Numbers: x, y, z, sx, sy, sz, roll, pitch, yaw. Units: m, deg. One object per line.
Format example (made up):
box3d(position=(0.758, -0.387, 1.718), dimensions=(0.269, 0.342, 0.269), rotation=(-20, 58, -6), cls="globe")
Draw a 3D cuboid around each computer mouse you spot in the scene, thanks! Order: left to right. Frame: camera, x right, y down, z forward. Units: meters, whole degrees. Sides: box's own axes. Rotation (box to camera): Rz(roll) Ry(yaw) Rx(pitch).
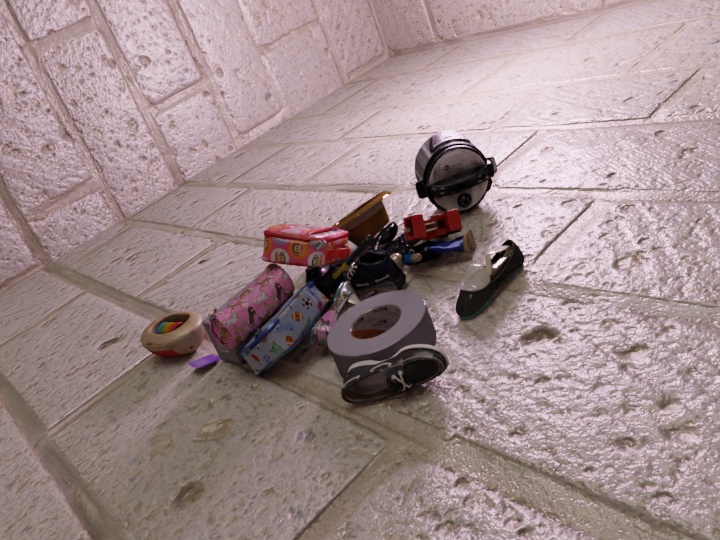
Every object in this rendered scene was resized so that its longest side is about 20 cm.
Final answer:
box3d(position=(0.053, -0.066, 1.622), dimensions=(0.058, 0.034, 0.200), rotation=(-33, 10, 30), cls="computer mouse")

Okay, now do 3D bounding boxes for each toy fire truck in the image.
box3d(position=(0.146, -0.093, 1.483), dimensions=(0.137, 0.050, 0.200), rotation=(-12, -2, -12), cls="toy fire truck")

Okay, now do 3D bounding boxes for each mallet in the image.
box3d(position=(-0.025, -0.018, 1.412), dimensions=(0.200, 0.041, 0.066), rotation=(-46, 3, 39), cls="mallet")

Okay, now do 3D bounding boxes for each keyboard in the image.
box3d(position=(0.066, -0.048, 1.596), dimensions=(0.199, 0.040, 0.103), rotation=(-39, 27, -27), cls="keyboard")

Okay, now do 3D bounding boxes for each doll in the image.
box3d(position=(0.148, -0.040, 1.483), dimensions=(0.196, 0.050, 0.136), rotation=(-14, 10, 26), cls="doll")

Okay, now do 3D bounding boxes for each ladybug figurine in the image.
box3d(position=(-0.444, 0.157, 1.617), dimensions=(0.196, 0.073, 0.136), rotation=(-1, 32, 41), cls="ladybug figurine")

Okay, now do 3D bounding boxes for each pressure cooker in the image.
box3d(position=(0.230, -0.238, 1.665), dimensions=(0.178, 0.176, 0.201), rotation=(-59, 17, 18), cls="pressure cooker")

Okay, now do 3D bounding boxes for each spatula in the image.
box3d(position=(-0.297, 0.164, 1.528), dimensions=(0.199, 0.021, 0.056), rotation=(-37, 25, -27), cls="spatula")

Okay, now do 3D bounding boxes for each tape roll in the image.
box3d(position=(0.038, 0.120, 1.248), dimensions=(0.196, 0.067, 0.201), rotation=(-20, 24, 9), cls="tape roll")

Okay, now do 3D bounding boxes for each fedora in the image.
box3d(position=(0.010, -0.120, 1.714), dimensions=(0.198, 0.083, 0.201), rotation=(-34, 7, 5), cls="fedora")

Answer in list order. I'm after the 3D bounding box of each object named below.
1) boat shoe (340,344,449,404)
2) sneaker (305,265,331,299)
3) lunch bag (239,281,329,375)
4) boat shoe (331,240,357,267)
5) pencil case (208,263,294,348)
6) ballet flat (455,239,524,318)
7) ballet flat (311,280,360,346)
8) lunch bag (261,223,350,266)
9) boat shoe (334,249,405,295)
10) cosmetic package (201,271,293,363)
box3d(position=(0.053, 0.175, 1.113), dimensions=(0.196, 0.075, 0.061), rotation=(-14, 25, 28), cls="boat shoe")
box3d(position=(-0.107, 0.023, 1.559), dimensions=(0.068, 0.084, 0.201), rotation=(-18, 25, 11), cls="sneaker")
box3d(position=(-0.159, 0.119, 1.380), dimensions=(0.160, 0.076, 0.200), rotation=(-38, 6, 47), cls="lunch bag")
box3d(position=(-0.073, -0.036, 1.685), dimensions=(0.198, 0.070, 0.072), rotation=(9, 59, 49), cls="boat shoe")
box3d(position=(-0.224, 0.071, 1.402), dimensions=(0.200, 0.087, 0.083), rotation=(-42, 5, -34), cls="pencil case")
box3d(position=(0.238, 0.007, 1.286), dimensions=(0.067, 0.070, 0.199), rotation=(7, 39, 48), cls="ballet flat")
box3d(position=(-0.035, 0.090, 1.384), dimensions=(0.069, 0.071, 0.201), rotation=(6, 30, 18), cls="ballet flat")
box3d(position=(-0.107, -0.053, 1.483), dimensions=(0.171, 0.084, 0.199), rotation=(8, 10, 17), cls="lunch bag")
box3d(position=(0.000, 0.000, 1.477), dimensions=(0.196, 0.093, 0.076), rotation=(-6, 44, 35), cls="boat shoe")
box3d(position=(-0.238, 0.100, 1.499), dimensions=(0.089, 0.109, 0.199), rotation=(-1, 31, 45), cls="cosmetic package")
